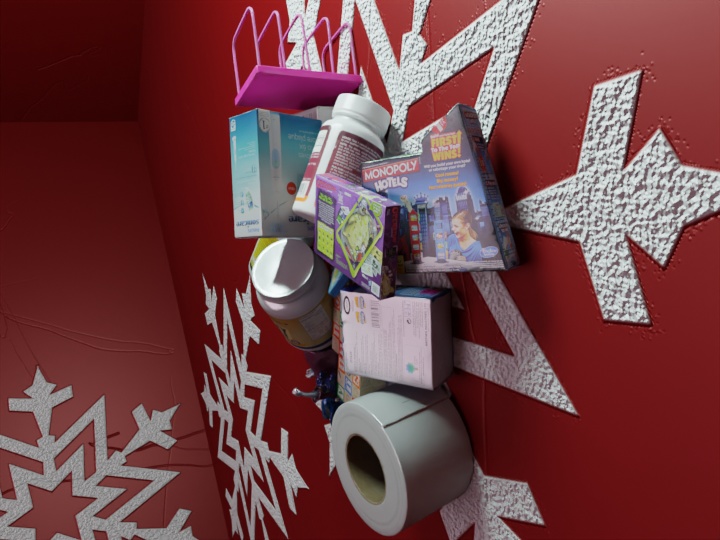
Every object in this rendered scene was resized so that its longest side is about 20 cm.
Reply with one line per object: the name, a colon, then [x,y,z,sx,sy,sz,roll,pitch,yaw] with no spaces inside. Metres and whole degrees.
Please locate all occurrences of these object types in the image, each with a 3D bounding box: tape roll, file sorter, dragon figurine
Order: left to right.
file sorter: [-0.120,-0.378,1.019,0.138,0.195,0.129,-17,79,61]
dragon figurine: [-0.046,0.288,1.153,0.059,0.097,0.205,32,124,55]
tape roll: [0.060,0.287,0.892,0.201,0.137,0.208,25,121,51]

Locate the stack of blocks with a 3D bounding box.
stack of blocks: [-0.003,0.148,1.042,0.115,0.057,0.205,32,125,55]

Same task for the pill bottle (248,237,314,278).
pill bottle: [-0.149,-0.059,1.144,0.114,0.110,0.202,62,138,32]

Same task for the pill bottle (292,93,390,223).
pill bottle: [-0.027,-0.171,0.922,0.113,0.112,0.205,16,85,59]

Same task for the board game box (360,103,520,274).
board game box: [0.099,-0.101,0.734,0.196,0.061,0.206,-1,95,33]

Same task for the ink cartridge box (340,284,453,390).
ink cartridge box: [0.042,0.094,0.883,0.196,0.076,0.140,3,100,33]

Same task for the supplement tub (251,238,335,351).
supplement tub: [-0.114,0.048,1.078,0.146,0.142,0.201,58,175,37]

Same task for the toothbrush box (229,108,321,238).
toothbrush box: [-0.140,-0.158,0.970,0.084,0.144,0.206,1,93,44]

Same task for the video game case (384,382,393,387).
video game case: [0.050,0.160,1.025,0.200,0.019,0.146,42,133,49]

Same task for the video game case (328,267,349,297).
video game case: [0.010,-0.069,0.909,0.201,0.018,0.144,-55,14,32]

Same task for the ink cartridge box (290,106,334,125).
ink cartridge box: [-0.087,-0.234,1.110,0.199,0.082,0.150,14,109,60]

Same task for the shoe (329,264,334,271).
shoe: [0.000,0.000,1.022,0.198,0.068,0.055,-4,85,60]

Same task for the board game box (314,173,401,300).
board game box: [-0.011,-0.053,0.772,0.199,0.032,0.123,35,131,54]

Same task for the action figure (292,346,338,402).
action figure: [-0.072,0.213,1.220,0.135,0.145,0.204,-82,-22,-65]
